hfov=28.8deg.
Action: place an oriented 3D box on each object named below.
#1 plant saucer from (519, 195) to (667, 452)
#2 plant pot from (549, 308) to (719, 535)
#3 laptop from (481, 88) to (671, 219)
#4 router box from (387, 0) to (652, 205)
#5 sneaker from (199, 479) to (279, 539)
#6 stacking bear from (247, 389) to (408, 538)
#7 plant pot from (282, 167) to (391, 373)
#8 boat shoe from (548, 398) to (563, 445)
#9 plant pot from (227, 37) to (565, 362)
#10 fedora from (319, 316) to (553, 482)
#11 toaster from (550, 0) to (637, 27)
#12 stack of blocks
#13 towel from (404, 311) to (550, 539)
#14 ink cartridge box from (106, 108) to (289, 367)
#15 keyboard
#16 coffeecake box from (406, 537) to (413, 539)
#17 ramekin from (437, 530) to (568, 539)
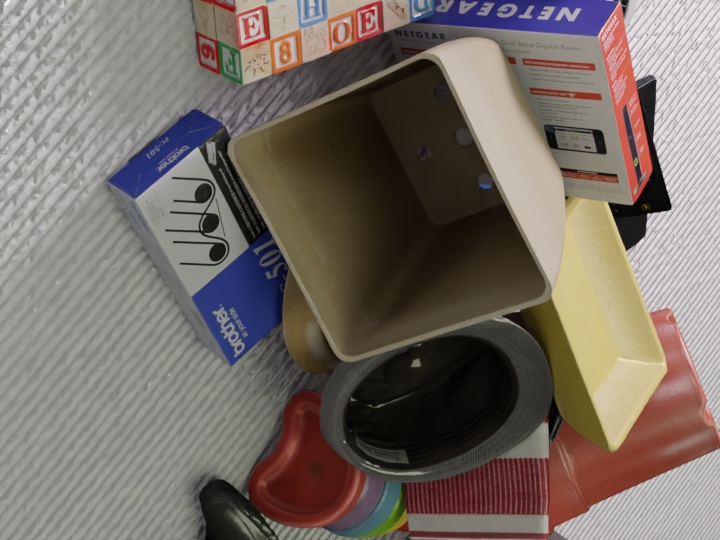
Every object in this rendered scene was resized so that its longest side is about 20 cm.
[{"bbox_3d":[0.195,0.037,1.241,0.200,0.048,0.201,-36,106,-59],"label":"plant saucer"},{"bbox_3d":[0.245,0.138,1.409,0.194,0.201,0.201,-21,135,10],"label":"plant pot"},{"bbox_3d":[0.189,-0.070,1.367,0.178,0.199,0.104,61,28,-44],"label":"laptop"},{"bbox_3d":[0.137,-0.148,1.197,0.049,0.199,0.180,-56,142,-33],"label":"router box"},{"bbox_3d":[-0.113,0.276,1.286,0.091,0.076,0.201,-33,129,-17],"label":"sneaker"},{"bbox_3d":[0.008,0.203,1.341,0.200,0.114,0.122,25,93,-53],"label":"stacking bear"},{"bbox_3d":[0.000,0.000,1.237,0.200,0.027,0.201,-40,141,-44],"label":"plant pot"},{"bbox_3d":[0.129,0.164,1.294,0.199,0.075,0.066,-43,178,0],"label":"boat shoe"},{"bbox_3d":[0.054,-0.075,1.109,0.201,0.199,0.177,63,34,-12],"label":"plant pot"},{"bbox_3d":[0.058,0.092,1.214,0.199,0.090,0.177,-27,124,6],"label":"fedora"},{"bbox_3d":[0.165,-0.269,1.189,0.113,0.129,0.201,-34,147,-29],"label":"toaster"},{"bbox_3d":[-0.034,-0.233,1.090,0.199,0.058,0.116,-26,127,-33],"label":"stack of blocks"},{"bbox_3d":[0.104,0.140,1.262,0.023,0.143,0.201,12,75,-56],"label":"towel"},{"bbox_3d":[-0.118,-0.023,1.132,0.094,0.044,0.200,-43,136,-19],"label":"ink cartridge box"},{"bbox_3d":[0.272,-0.100,1.499,0.127,0.021,0.201,-30,129,-38],"label":"keyboard"},{"bbox_3d":[0.080,0.368,1.523,0.200,0.073,0.154,-47,135,-16],"label":"coffeecake box"},{"bbox_3d":[0.157,0.307,1.385,0.202,0.202,0.094,27,96,-49],"label":"ramekin"}]
